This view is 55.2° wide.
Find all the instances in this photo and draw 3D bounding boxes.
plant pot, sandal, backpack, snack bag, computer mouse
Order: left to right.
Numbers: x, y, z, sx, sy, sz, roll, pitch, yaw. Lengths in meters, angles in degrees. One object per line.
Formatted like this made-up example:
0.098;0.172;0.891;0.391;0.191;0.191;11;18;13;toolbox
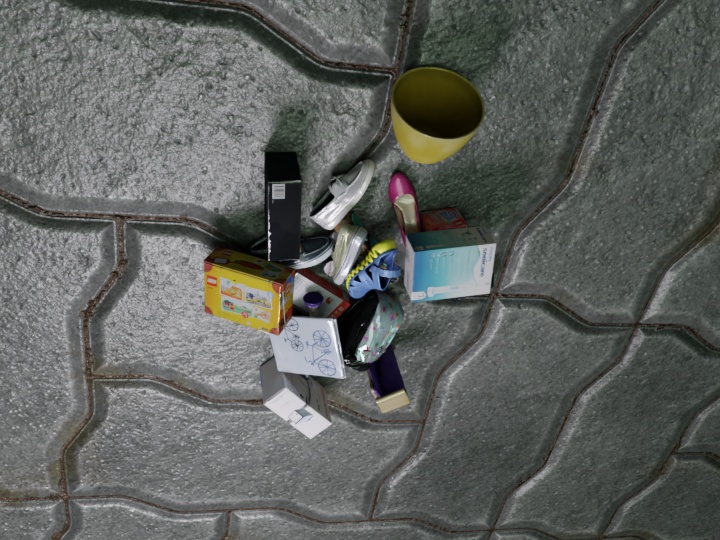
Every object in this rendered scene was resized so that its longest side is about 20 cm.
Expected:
-0.140;0.191;1.742;0.198;0.021;0.190;2;121;20;snack bag
0.000;0.000;1.731;0.198;0.034;0.059;11;120;-6;computer mouse
0.019;0.144;1.792;0.126;0.167;0.201;22;105;-35;backpack
0.033;0.014;1.643;0.079;0.087;0.200;-15;155;-37;sandal
0.150;-0.314;1.480;0.198;0.201;0.142;-1;151;-11;plant pot

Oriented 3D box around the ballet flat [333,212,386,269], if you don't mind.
-0.001;-0.063;1.682;0.072;0.068;0.200;-21;138;23;ballet flat

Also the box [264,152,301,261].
-0.175;-0.144;1.541;0.078;0.142;0.201;-3;126;-12;box

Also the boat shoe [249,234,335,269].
-0.162;-0.053;1.648;0.199;0.071;0.091;-20;133;5;boat shoe

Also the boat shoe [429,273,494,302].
0.262;0.051;1.815;0.198;0.075;0.066;-24;115;-6;boat shoe

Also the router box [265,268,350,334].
-0.158;0.099;1.775;0.179;0.049;0.200;32;114;-29;router box

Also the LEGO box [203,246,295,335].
-0.261;0.047;1.607;0.199;0.077;0.150;16;124;12;LEGO box

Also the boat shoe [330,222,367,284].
-0.037;-0.043;1.632;0.062;0.072;0.201;30;139;4;boat shoe

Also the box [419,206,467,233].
0.205;-0.045;1.720;0.102;0.095;0.201;-8;126;-7;box

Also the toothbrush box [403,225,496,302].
0.209;-0.015;1.629;0.198;0.086;0.147;-6;125;-8;toothbrush box

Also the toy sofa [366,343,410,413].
0.063;0.270;1.850;0.082;0.201;0.098;-21;132;4;toy sofa

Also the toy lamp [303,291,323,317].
-0.117;0.150;1.753;0.058;0.058;0.201;-4;126;-9;toy lamp

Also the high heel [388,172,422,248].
0.111;-0.131;1.638;0.067;0.096;0.201;-12;127;-3;high heel

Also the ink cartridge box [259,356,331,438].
-0.178;0.343;1.883;0.086;0.147;0.200;-38;124;13;ink cartridge box

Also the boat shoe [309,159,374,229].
-0.046;-0.184;1.592;0.068;0.072;0.200;26;125;-27;boat shoe
